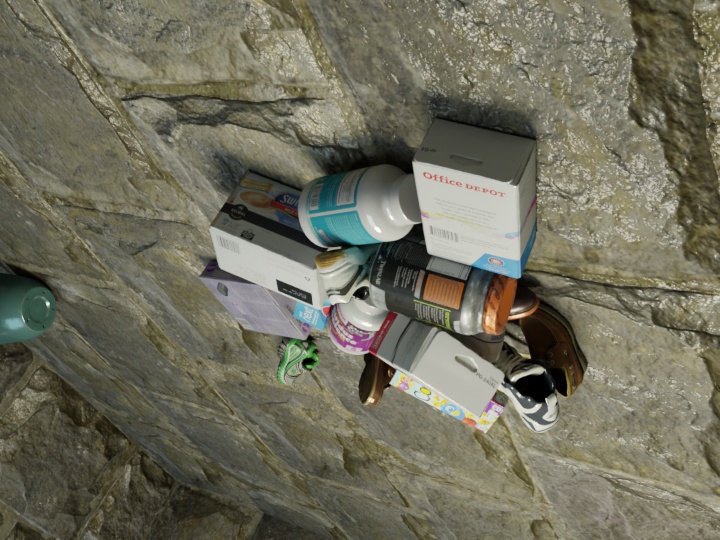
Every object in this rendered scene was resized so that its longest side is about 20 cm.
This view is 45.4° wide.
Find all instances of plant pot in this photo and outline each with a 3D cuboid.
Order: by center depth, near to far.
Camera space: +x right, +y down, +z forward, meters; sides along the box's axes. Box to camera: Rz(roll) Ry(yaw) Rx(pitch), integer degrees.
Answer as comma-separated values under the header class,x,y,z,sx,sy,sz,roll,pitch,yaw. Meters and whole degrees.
class,x,y,z,sx,sy,sz,roll,pitch,yaw
plant pot,-0.956,0.107,2.416,0.160,0.202,0.201,-1,141,28

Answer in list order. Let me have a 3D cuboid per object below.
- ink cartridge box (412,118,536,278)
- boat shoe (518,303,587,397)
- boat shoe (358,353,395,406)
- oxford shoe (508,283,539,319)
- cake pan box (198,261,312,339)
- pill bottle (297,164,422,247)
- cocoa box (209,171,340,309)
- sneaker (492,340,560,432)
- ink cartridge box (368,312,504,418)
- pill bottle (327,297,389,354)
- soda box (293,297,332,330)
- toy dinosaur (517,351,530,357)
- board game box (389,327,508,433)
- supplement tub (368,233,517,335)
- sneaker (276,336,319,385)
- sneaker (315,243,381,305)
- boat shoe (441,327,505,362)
class,x,y,z,sx,sy,sz,roll,pitch,yaw
ink cartridge box,0.158,-0.095,1.152,0.144,0.085,0.201,17,150,22
boat shoe,0.312,0.132,1.400,0.072,0.068,0.200,-4,138,46
boat shoe,0.042,0.189,1.639,0.067,0.200,0.072,26,119,-8
oxford shoe,0.181,0.024,1.345,0.199,0.071,0.073,12,141,28
cake pan box,-0.214,0.066,1.800,0.183,0.052,0.200,7,145,39
pill bottle,0.008,-0.094,1.264,0.199,0.111,0.111,-3,138,46
cocoa box,-0.129,-0.051,1.439,0.199,0.132,0.134,22,151,13
sneaker,0.244,0.154,1.361,0.200,0.079,0.130,57,167,27
ink cartridge box,0.116,0.145,1.364,0.145,0.084,0.200,34,175,-17
pill bottle,0.009,0.067,1.528,0.112,0.113,0.200,28,152,1
soda box,-0.074,0.037,1.607,0.067,0.064,0.200,27,153,4
toy dinosaur,0.213,0.120,1.485,0.199,0.058,0.101,35,151,-11
board game box,0.171,0.191,1.574,0.199,0.103,0.105,27,141,4
supplement tub,0.123,0.022,1.277,0.199,0.123,0.123,17,150,22
sneaker,-0.139,0.212,1.943,0.085,0.078,0.200,23,151,10
sneaker,0.000,0.000,1.341,0.075,0.200,0.088,-9,98,36
boat shoe,0.157,0.088,1.397,0.200,0.071,0.070,31,126,46
